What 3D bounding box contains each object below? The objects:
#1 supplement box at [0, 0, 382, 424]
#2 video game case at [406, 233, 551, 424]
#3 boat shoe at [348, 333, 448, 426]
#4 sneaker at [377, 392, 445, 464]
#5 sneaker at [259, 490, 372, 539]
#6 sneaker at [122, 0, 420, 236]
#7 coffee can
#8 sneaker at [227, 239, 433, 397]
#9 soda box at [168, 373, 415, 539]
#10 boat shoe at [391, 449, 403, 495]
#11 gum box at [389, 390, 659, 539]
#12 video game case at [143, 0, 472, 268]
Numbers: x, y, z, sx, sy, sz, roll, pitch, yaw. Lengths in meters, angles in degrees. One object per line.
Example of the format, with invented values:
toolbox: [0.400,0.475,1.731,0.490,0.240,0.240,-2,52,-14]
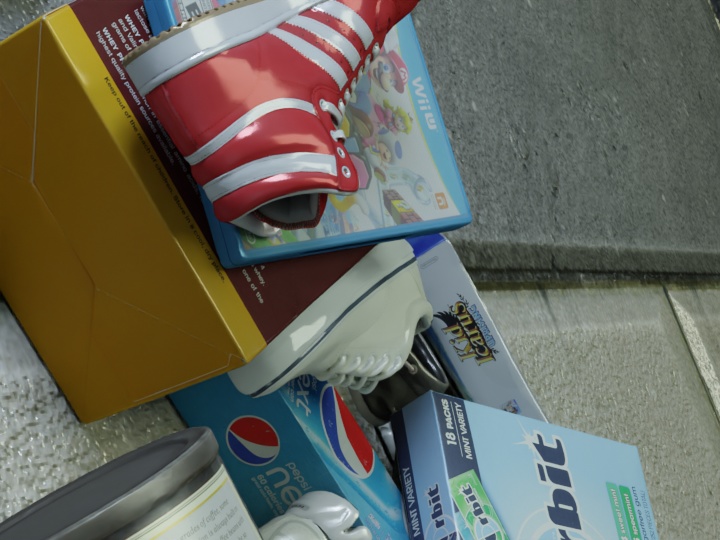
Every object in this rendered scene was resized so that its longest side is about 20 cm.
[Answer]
supplement box: [-0.102,-0.061,0.970,0.198,0.132,0.200,60,40,-11]
video game case: [0.074,0.049,1.306,0.182,0.045,0.200,59,-1,-11]
boat shoe: [0.000,0.000,1.150,0.067,0.057,0.201,-7,74,-65]
sneaker: [0.064,0.129,1.260,0.074,0.080,0.201,20,48,-56]
sneaker: [-0.019,0.232,1.013,0.081,0.075,0.201,-22,94,-40]
sneaker: [-0.020,-0.086,0.885,0.199,0.071,0.113,-29,92,-43]
coffee can: [-0.086,0.193,0.795,0.201,0.146,0.146,63,24,-4]
sneaker: [-0.006,0.036,1.024,0.071,0.073,0.200,56,33,-2]
soda box: [-0.036,0.117,1.072,0.201,0.068,0.064,58,25,-15]
boat shoe: [0.032,0.167,1.168,0.073,0.061,0.201,64,14,-61]
gum box: [0.116,0.178,1.126,0.199,0.044,0.171,18,51,-38]
video game case: [-0.022,-0.082,0.952,0.199,0.018,0.144,-10,81,-51]
